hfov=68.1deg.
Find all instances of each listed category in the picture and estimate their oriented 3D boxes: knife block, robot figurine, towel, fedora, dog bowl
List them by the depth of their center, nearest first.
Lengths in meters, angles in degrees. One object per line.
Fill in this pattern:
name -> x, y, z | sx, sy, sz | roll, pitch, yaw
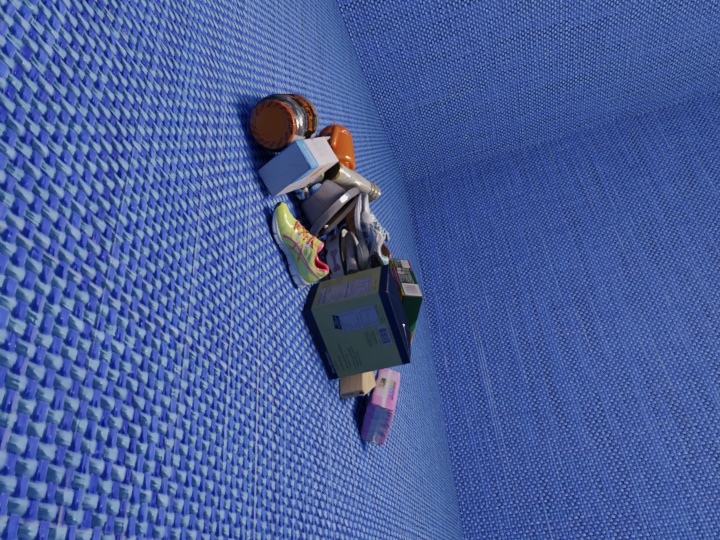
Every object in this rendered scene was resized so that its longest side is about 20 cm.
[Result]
fedora -> -0.089, -0.168, 1.364 | 0.090, 0.177, 0.200 | 45, 10, 1
knife block -> -0.016, 0.230, 1.396 | 0.200, 0.064, 0.177 | 8, 68, -76
towel -> 0.000, 0.000, 1.448 | 0.200, 0.034, 0.133 | 60, 19, -50
dog bowl -> -0.053, -0.007, 1.462 | 0.200, 0.073, 0.202 | -15, 90, -78
robot figurine -> -0.076, -0.368, 1.650 | 0.144, 0.116, 0.201 | 29, 46, -48

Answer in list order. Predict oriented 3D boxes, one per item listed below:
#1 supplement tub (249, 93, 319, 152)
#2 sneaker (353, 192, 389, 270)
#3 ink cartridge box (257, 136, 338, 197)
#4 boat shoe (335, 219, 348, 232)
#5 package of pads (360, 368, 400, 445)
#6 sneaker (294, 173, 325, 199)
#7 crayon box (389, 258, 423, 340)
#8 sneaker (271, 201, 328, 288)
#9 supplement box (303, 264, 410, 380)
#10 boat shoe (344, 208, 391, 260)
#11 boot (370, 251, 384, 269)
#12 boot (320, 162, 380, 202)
supplement tub -> -0.168, -0.329, 1.184 | 0.200, 0.122, 0.123 | -68, 142, -70
sneaker -> 0.032, -0.102, 1.368 | 0.078, 0.086, 0.202 | -57, 142, -75
ink cartridge box -> -0.127, -0.235, 1.187 | 0.068, 0.115, 0.200 | 57, 25, -4
boat shoe -> -0.041, -0.115, 1.589 | 0.201, 0.073, 0.065 | 56, 1, 28
package of pads -> 0.056, 0.366, 1.454 | 0.200, 0.075, 0.121 | -65, 173, -70
sneaker -> -0.131, -0.245, 1.347 | 0.200, 0.082, 0.071 | -81, 154, -57
crayon box -> 0.106, 0.091, 1.438 | 0.200, 0.058, 0.174 | -102, -161, -60
sneaker -> -0.127, -0.062, 1.156 | 0.078, 0.090, 0.201 | -79, 151, -59
supplement box -> -0.002, 0.122, 1.254 | 0.134, 0.198, 0.201 | -78, 151, -63
boat shoe -> 0.015, -0.090, 1.528 | 0.203, 0.074, 0.075 | 60, -9, 17
boot -> -0.011, 0.060, 1.339 | 0.069, 0.173, 0.201 | -109, -172, -66
boot -> -0.045, -0.244, 1.468 | 0.154, 0.073, 0.200 | 24, 0, -29
